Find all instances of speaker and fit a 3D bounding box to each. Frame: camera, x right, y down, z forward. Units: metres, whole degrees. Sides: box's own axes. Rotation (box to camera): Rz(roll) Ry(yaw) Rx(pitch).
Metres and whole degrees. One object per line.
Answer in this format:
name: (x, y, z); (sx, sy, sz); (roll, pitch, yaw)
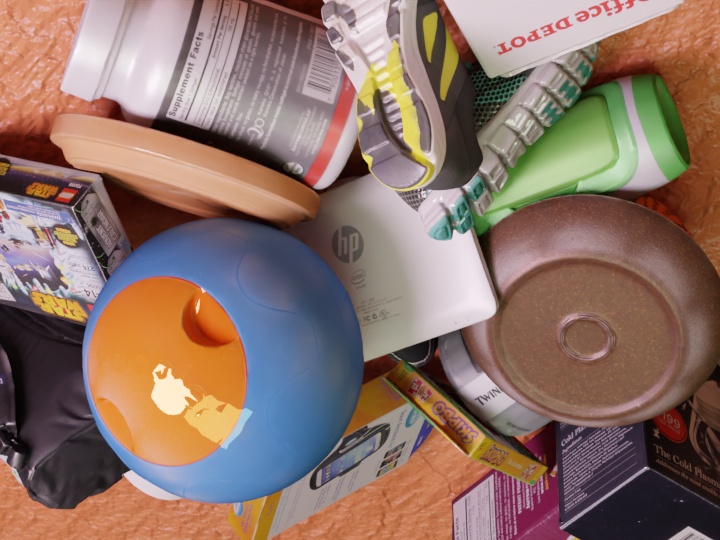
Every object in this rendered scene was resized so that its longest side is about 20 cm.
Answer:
speaker: (0.137, -0.075, 1.230); (0.199, 0.089, 0.089); (-20, 130, 21)

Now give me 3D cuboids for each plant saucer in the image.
plant saucer: (-0.127, -0.066, 1.203); (0.199, 0.033, 0.200); (16, 176, 1)
plant saucer: (0.166, 0.041, 1.216); (0.199, 0.037, 0.201); (6, 122, 10)

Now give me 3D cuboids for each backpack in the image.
backpack: (-0.252, 0.093, 1.338); (0.166, 0.200, 0.127); (-32, 136, -27)

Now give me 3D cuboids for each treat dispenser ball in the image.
treat dispenser ball: (-0.097, 0.064, 1.188); (0.199, 0.202, 0.202); (1, 134, 2)

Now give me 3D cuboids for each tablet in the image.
tablet: (0.000, 0.000, 1.248); (0.199, 0.014, 0.131); (-21, 85, 30)

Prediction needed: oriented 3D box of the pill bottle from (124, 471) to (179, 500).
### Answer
pill bottle: (-0.116, 0.102, 1.392); (0.114, 0.114, 0.200); (30, 128, -24)

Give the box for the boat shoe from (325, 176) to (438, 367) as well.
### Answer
boat shoe: (0.015, 0.017, 1.341); (0.075, 0.061, 0.200); (-16, 131, 17)

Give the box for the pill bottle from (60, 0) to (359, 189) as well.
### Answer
pill bottle: (-0.099, -0.139, 1.161); (0.199, 0.116, 0.116); (18, 132, -13)

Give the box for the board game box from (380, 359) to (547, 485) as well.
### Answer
board game box: (0.086, 0.125, 1.361); (0.030, 0.095, 0.200); (-51, 154, 6)

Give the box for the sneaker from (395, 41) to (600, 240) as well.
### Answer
sneaker: (0.087, -0.122, 1.168); (0.200, 0.091, 0.078); (-49, 161, -3)

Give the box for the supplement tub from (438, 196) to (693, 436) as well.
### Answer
supplement tub: (0.168, 0.034, 1.307); (0.122, 0.123, 0.200); (35, 126, -27)

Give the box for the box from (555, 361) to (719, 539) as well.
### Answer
box: (0.265, 0.156, 1.376); (0.199, 0.183, 0.104); (30, 128, -24)

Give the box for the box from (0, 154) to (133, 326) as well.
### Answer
box: (-0.261, -0.027, 1.270); (0.199, 0.040, 0.137); (12, 141, 30)

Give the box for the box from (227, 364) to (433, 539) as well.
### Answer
box: (-0.016, 0.150, 1.417); (0.199, 0.042, 0.119); (-27, 152, -32)

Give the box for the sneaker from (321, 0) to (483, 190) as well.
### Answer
sneaker: (0.030, -0.141, 1.120); (0.074, 0.201, 0.084); (-18, 160, 33)

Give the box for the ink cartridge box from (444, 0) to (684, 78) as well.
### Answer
ink cartridge box: (0.106, -0.242, 1.074); (0.144, 0.084, 0.200); (-20, 129, 20)

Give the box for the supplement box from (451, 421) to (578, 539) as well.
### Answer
supplement box: (0.190, 0.223, 1.498); (0.130, 0.104, 0.200); (28, 129, -23)
